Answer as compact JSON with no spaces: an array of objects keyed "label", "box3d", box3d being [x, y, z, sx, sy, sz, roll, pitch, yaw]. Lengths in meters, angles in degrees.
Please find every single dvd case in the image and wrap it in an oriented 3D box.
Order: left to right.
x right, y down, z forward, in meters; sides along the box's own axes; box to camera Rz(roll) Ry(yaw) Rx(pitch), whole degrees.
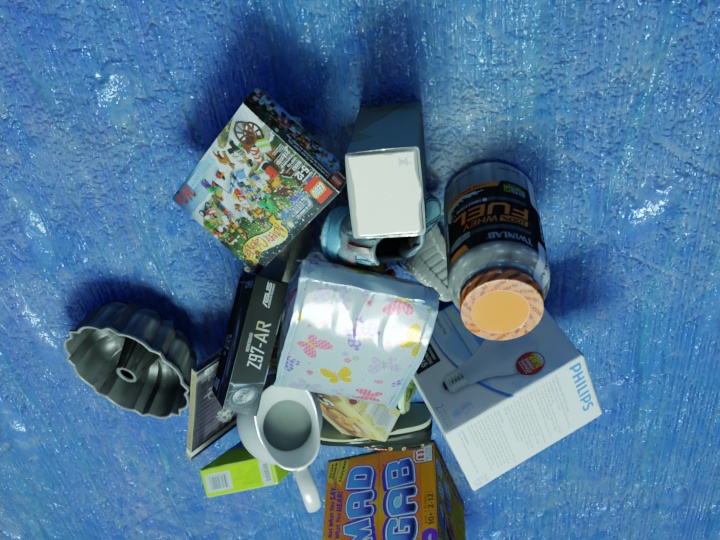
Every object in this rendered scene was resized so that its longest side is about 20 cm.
[{"label":"dvd case","box3d":[-0.196,0.176,1.300,0.016,0.148,0.203,35,136,23]}]

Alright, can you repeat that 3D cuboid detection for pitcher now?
[{"label":"pitcher","box3d":[-0.099,0.228,1.184,0.118,0.200,0.176,-15,90,-12]}]

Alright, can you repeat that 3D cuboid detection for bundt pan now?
[{"label":"bundt pan","box3d":[-0.321,0.121,1.265,0.197,0.077,0.204,14,139,12]}]

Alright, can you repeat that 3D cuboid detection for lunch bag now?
[{"label":"lunch bag","box3d":[-0.007,0.061,1.034,0.165,0.130,0.201,10,147,-7]}]

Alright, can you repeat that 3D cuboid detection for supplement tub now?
[{"label":"supplement tub","box3d":[0.161,-0.024,1.048,0.119,0.203,0.124,1,133,1]}]

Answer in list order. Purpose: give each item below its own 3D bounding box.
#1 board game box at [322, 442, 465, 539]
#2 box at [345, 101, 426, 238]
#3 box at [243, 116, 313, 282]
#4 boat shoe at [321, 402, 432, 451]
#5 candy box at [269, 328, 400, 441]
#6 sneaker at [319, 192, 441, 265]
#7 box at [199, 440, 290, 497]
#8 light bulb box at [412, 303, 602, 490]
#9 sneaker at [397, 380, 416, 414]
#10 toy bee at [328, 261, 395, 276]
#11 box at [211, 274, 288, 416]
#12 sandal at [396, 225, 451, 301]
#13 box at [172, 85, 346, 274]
[{"label":"board game box","box3d":[0.062,0.447,1.481,0.195,0.203,0.202,-13,132,15]},{"label":"box","box3d":[0.032,-0.115,0.960,0.076,0.201,0.097,-3,112,6]},{"label":"box","box3d":[-0.109,-0.088,1.074,0.067,0.083,0.203,15,134,19]},{"label":"boat shoe","box3d":[0.017,0.259,1.398,0.196,0.074,0.064,-5,125,1]},{"label":"candy box","box3d":[-0.045,0.168,1.287,0.200,0.056,0.114,47,152,-26]},{"label":"sneaker","box3d":[0.045,-0.041,1.018,0.094,0.198,0.081,18,118,36]},{"label":"box","box3d":[-0.152,0.288,1.359,0.119,0.200,0.049,-14,91,15]},{"label":"light bulb box","box3d":[0.178,0.139,1.163,0.197,0.199,0.126,-30,129,-1]},{"label":"sneaker","box3d":[0.084,0.140,1.298,0.086,0.078,0.203,-11,139,-11]},{"label":"toy bee","box3d":[0.000,0.000,1.153,0.132,0.108,0.200,54,149,7]},{"label":"box","box3d":[-0.144,0.090,1.122,0.043,0.164,0.200,15,176,-13]},{"label":"sandal","box3d":[0.068,-0.037,1.140,0.049,0.083,0.204,15,145,53]},{"label":"box","box3d":[-0.115,-0.094,0.983,0.136,0.038,0.200,41,138,-8]}]
